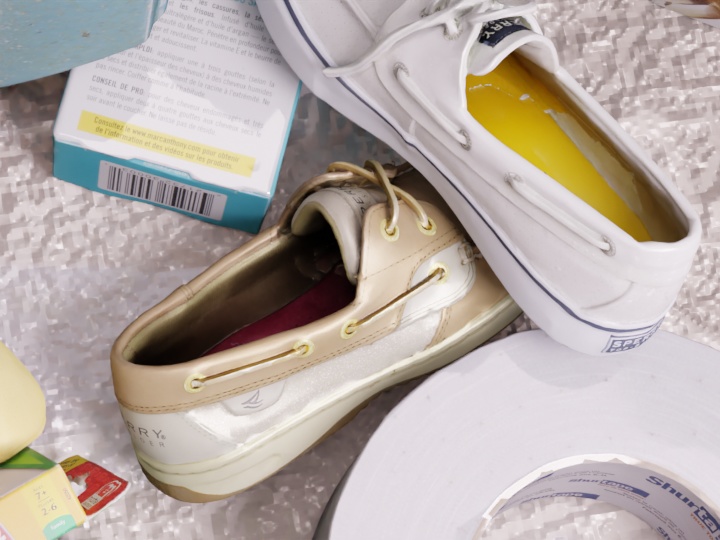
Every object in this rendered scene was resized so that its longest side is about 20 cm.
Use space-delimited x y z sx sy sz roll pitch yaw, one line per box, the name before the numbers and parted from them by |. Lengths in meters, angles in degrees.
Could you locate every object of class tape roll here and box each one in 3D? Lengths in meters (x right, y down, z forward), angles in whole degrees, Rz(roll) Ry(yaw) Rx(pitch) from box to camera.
tape roll | 0.080 0.122 0.922 0.199 0.066 0.201 2 74 -7

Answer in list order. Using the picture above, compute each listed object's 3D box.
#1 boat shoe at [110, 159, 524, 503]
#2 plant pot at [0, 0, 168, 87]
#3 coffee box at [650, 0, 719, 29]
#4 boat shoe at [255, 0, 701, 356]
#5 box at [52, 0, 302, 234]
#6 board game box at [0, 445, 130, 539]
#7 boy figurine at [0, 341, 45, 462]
boat shoe | 0.000 0.000 0.930 0.200 0.067 0.074 -38 43 -16
plant pot | -0.148 -0.166 0.880 0.199 0.196 0.197 12 72 -4
coffee box | 0.184 -0.138 0.935 0.113 0.200 0.080 21 77 -3
boat shoe | 0.041 -0.069 0.892 0.074 0.086 0.202 -25 68 -33
box | -0.049 -0.122 0.978 0.082 0.049 0.201 16 73 -3
board game box | -0.173 0.108 0.873 0.199 0.095 0.030 -27 101 -15
boy figurine | -0.197 0.051 0.850 0.199 0.125 0.065 -16 52 -24
